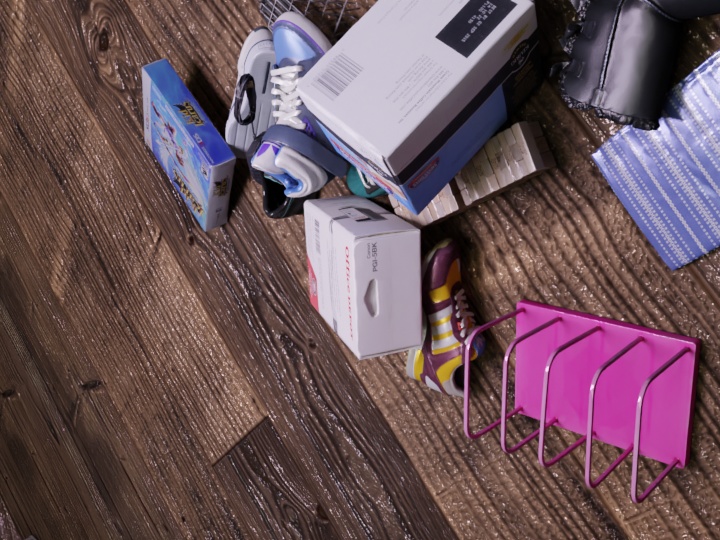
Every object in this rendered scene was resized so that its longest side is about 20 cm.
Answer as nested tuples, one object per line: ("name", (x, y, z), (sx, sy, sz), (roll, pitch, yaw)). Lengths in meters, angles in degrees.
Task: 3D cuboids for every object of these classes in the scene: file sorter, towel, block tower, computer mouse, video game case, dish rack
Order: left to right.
("video game case", (-0.265, -0.186, 1.174), (0.200, 0.045, 0.181), (54, 155, 16))
("computer mouse", (-0.132, -0.181, 1.031), (0.034, 0.059, 0.200), (23, 154, 18))
("dish rack", (-0.048, -0.356, 0.935), (0.153, 0.055, 0.200), (49, 134, 22))
("block tower", (0.123, -0.101, 0.856), (0.200, 0.058, 0.054), (-25, 87, 48))
("file sorter", (0.219, 0.131, 0.793), (0.200, 0.125, 0.139), (13, 113, 41))
("towel", (0.319, -0.105, 0.689), (0.145, 0.024, 0.200), (58, 137, 9))

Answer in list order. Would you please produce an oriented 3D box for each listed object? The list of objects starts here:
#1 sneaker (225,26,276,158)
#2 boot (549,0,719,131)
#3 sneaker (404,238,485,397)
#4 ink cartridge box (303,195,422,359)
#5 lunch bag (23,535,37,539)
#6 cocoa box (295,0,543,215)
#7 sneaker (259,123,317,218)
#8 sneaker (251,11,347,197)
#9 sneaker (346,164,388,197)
("sneaker", (-0.142, -0.243, 1.066), (0.200, 0.073, 0.071), (119, 150, -45))
("boot", (0.263, -0.201, 0.659), (0.198, 0.073, 0.163), (35, 121, 43))
("sneaker", (0.112, 0.058, 0.919), (0.090, 0.075, 0.200), (22, 126, 28))
("ink cartridge box", (0.000, 0.000, 0.936), (0.200, 0.083, 0.147), (-139, 44, -64))
("lunch bag", (-0.990, 0.905, 2.236), (0.117, 0.164, 0.200), (18, 116, 33))
("cocoa box", (0.064, -0.184, 0.762), (0.200, 0.131, 0.133), (-47, 64, -3))
("sneaker", (-0.089, -0.158, 1.021), (0.075, 0.079, 0.200), (21, 119, 26))
("sneaker", (-0.083, -0.186, 0.919), (0.081, 0.146, 0.200), (10, 135, 43))
("sneaker", (0.039, -0.134, 0.905), (0.200, 0.080, 0.071), (-24, 89, 46))
